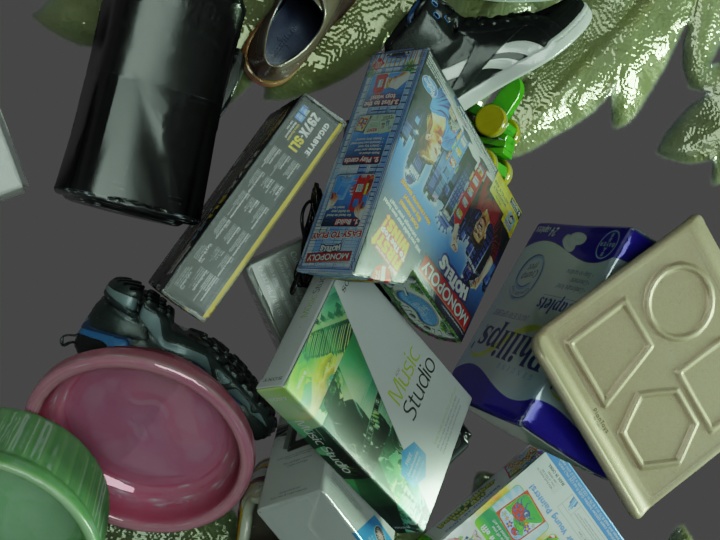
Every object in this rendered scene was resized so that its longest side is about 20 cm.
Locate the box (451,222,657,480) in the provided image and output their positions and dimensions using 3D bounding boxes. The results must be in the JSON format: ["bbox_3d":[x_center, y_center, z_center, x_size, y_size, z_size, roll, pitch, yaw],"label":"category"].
[{"bbox_3d":[0.195,0.066,1.066,0.105,0.184,0.200,32,84,-16],"label":"box"}]

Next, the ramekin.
[{"bbox_3d":[-0.303,0.211,0.952,0.199,0.098,0.201,0,115,0],"label":"ramekin"}]

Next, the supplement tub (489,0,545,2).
[{"bbox_3d":[0.154,-0.359,1.065,0.132,0.132,0.201,-1,92,-15],"label":"supplement tub"}]

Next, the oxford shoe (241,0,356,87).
[{"bbox_3d":[-0.034,-0.255,1.049,0.071,0.073,0.200,31,84,-13],"label":"oxford shoe"}]

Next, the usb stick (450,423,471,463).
[{"bbox_3d":[0.021,0.210,1.105,0.200,0.033,0.055,-41,95,-10],"label":"usb stick"}]

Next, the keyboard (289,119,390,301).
[{"bbox_3d":[-0.013,-0.036,1.009,0.104,0.040,0.201,12,85,-36],"label":"keyboard"}]

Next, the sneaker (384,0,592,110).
[{"bbox_3d":[0.111,-0.226,1.073,0.200,0.073,0.112,-34,107,-1],"label":"sneaker"}]

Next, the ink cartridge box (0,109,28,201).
[{"bbox_3d":[-0.396,-0.102,0.954,0.199,0.083,0.147,-21,97,-13],"label":"ink cartridge box"}]

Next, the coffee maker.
[{"bbox_3d":[-0.178,-0.144,0.954,0.134,0.192,0.201,12,87,-2],"label":"coffee maker"}]

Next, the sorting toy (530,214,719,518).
[{"bbox_3d":[0.255,0.079,0.975,0.200,0.036,0.185,-36,102,-16],"label":"sorting toy"}]

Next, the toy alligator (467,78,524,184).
[{"bbox_3d":[0.111,-0.092,1.107,0.054,0.059,0.201,12,89,25],"label":"toy alligator"}]

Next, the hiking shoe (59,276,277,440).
[{"bbox_3d":[-0.165,0.094,1.038,0.200,0.074,0.087,40,94,-5],"label":"hiking shoe"}]

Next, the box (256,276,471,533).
[{"bbox_3d":[0.010,0.104,0.965,0.200,0.036,0.145,48,47,-28],"label":"box"}]

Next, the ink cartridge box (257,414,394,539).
[{"bbox_3d":[-0.019,0.167,1.028,0.068,0.200,0.116,-21,120,22],"label":"ink cartridge box"}]

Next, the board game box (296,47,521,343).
[{"bbox_3d":[0.037,-0.041,0.953,0.200,0.062,0.200,55,52,-36],"label":"board game box"}]

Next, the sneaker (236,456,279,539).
[{"bbox_3d":[-0.081,0.274,1.034,0.075,0.090,0.201,-3,102,9],"label":"sneaker"}]

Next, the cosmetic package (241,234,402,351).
[{"bbox_3d":[0.000,0.000,1.063,0.200,0.090,0.107,-27,95,-10],"label":"cosmetic package"}]

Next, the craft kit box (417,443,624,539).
[{"bbox_3d":[0.166,0.304,1.142,0.197,0.049,0.200,-38,101,-13],"label":"craft kit box"}]

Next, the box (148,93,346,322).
[{"bbox_3d":[-0.103,-0.053,0.995,0.049,0.160,0.200,37,82,-14],"label":"box"}]

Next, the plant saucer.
[{"bbox_3d":[-0.187,0.140,0.996,0.200,0.051,0.201,4,124,6],"label":"plant saucer"}]
